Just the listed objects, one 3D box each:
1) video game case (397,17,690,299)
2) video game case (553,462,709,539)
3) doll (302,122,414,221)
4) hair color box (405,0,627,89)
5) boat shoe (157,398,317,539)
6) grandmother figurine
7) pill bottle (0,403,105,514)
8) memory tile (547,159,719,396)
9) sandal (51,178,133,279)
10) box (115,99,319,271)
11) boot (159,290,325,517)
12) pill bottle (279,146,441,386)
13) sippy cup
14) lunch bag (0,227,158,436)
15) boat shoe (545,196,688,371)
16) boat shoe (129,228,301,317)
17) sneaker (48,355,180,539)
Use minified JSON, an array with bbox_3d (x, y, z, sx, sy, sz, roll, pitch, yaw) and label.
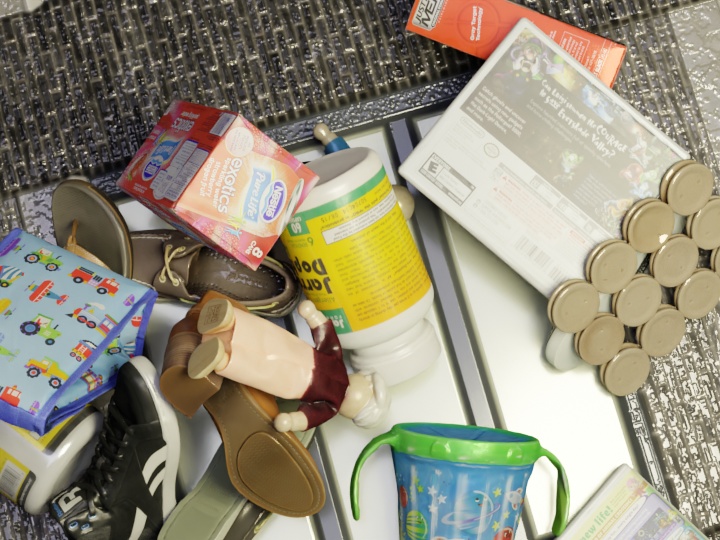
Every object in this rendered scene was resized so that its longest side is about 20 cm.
[{"bbox_3d":[0.166,-0.097,1.409,0.200,0.023,0.182,40,94,1],"label":"video game case"},{"bbox_3d":[0.241,0.309,1.400,0.182,0.022,0.200,43,80,5],"label":"video game case"},{"bbox_3d":[-0.047,-0.073,1.478,0.199,0.048,0.137,6,81,3],"label":"doll"},{"bbox_3d":[0.149,-0.221,1.467,0.199,0.102,0.062,21,101,4],"label":"hair color box"},{"bbox_3d":[-0.107,0.202,1.423,0.072,0.061,0.201,28,63,30],"label":"boat shoe"},{"bbox_3d":[-0.052,0.085,1.340,0.200,0.060,0.122,28,70,-33],"label":"grandmother figurine"},{"bbox_3d":[-0.339,0.124,1.418,0.200,0.112,0.112,36,83,7],"label":"pill bottle"},{"bbox_3d":[0.269,0.008,1.420,0.200,0.017,0.153,-45,125,-1],"label":"memory tile"},{"bbox_3d":[-0.257,0.016,1.438,0.081,0.055,0.201,3,98,24],"label":"sandal"},{"bbox_3d":[-0.129,-0.078,1.353,0.095,0.200,0.100,37,84,-24],"label":"box"},{"bbox_3d":[-0.092,0.113,1.390,0.074,0.155,0.200,-33,107,20],"label":"boot"},{"bbox_3d":[0.000,0.000,1.406,0.112,0.113,0.201,-24,107,-3],"label":"pill bottle"},{"bbox_3d":[0.089,0.209,1.390,0.177,0.139,0.131,6,90,28],"label":"sippy cup"},{"bbox_3d":[-0.292,0.063,1.329,0.150,0.200,0.094,23,120,13],"label":"lunch bag"},{"bbox_3d":[0.230,0.002,1.455,0.064,0.071,0.200,36,91,40],"label":"boat shoe"},{"bbox_3d":[-0.155,-0.001,1.462,0.199,0.060,0.072,13,81,4],"label":"boat shoe"},{"bbox_3d":[-0.221,0.177,1.361,0.111,0.201,0.073,-20,37,-29],"label":"sneaker"}]
